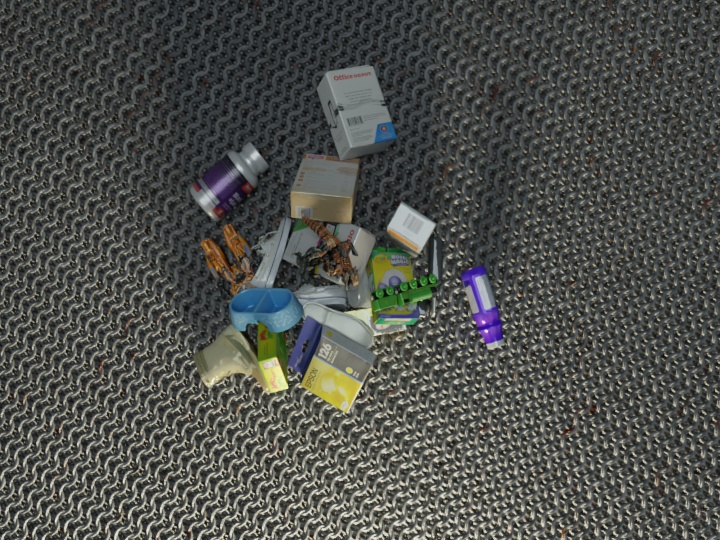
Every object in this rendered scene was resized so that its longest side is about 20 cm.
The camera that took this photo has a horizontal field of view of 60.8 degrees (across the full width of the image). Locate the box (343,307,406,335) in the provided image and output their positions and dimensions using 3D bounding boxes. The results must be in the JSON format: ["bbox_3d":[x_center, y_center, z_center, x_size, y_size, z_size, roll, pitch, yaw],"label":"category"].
[{"bbox_3d":[0.018,0.133,1.573,0.193,0.050,0.078,-12,85,2],"label":"box"}]

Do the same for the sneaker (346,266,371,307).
[{"bbox_3d":[0.000,0.000,1.580,0.086,0.075,0.206,5,66,-34],"label":"sneaker"}]

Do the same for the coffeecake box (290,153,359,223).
[{"bbox_3d":[-0.084,-0.208,1.528,0.148,0.203,0.075,6,127,3],"label":"coffeecake box"}]

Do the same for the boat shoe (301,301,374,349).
[{"bbox_3d":[-0.057,0.138,1.519,0.194,0.062,0.077,21,83,2],"label":"boat shoe"}]

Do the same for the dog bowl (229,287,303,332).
[{"bbox_3d":[-0.235,0.091,1.493,0.194,0.113,0.051,0,129,25],"label":"dog bowl"}]

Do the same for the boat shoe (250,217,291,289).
[{"bbox_3d":[-0.238,-0.051,1.567,0.084,0.075,0.208,18,73,-7],"label":"boat shoe"}]

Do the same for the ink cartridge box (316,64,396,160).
[{"bbox_3d":[-0.010,-0.404,1.570,0.142,0.084,0.206,-16,83,-26],"label":"ink cartridge box"}]

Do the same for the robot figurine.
[{"bbox_3d":[-0.326,-0.008,1.591,0.143,0.058,0.203,-32,85,1],"label":"robot figurine"}]

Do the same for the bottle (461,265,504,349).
[{"bbox_3d":[0.312,0.093,1.548,0.063,0.084,0.206,-17,85,0],"label":"bottle"}]

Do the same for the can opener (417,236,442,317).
[{"bbox_3d":[0.174,0.018,1.572,0.064,0.053,0.207,2,85,-3],"label":"can opener"}]

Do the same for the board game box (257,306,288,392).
[{"bbox_3d":[-0.214,0.184,1.494,0.046,0.202,0.104,-14,126,1],"label":"board game box"}]

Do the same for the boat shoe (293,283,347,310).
[{"bbox_3d":[-0.129,0.067,1.580,0.193,0.074,0.068,0,69,0],"label":"boat shoe"}]

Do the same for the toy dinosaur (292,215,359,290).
[{"bbox_3d":[-0.081,-0.036,1.436,0.134,0.103,0.202,-35,52,1],"label":"toy dinosaur"}]

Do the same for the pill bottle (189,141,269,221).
[{"bbox_3d":[-0.333,-0.233,1.581,0.199,0.111,0.112,-42,86,-1],"label":"pill bottle"}]

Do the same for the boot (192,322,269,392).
[{"bbox_3d":[-0.323,0.256,1.566,0.154,0.073,0.202,-37,84,-1],"label":"boot"}]

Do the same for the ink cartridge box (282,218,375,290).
[{"bbox_3d":[-0.079,-0.057,1.532,0.196,0.083,0.149,22,88,33],"label":"ink cartridge box"}]

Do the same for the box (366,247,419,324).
[{"bbox_3d":[0.077,0.031,1.536,0.114,0.048,0.206,2,64,-22],"label":"box"}]

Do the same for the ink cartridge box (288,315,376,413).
[{"bbox_3d":[-0.080,0.235,1.517,0.196,0.047,0.201,27,129,2],"label":"ink cartridge box"}]

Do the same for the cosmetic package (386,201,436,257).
[{"bbox_3d":[0.120,-0.097,1.510,0.100,0.200,0.072,32,88,4],"label":"cosmetic package"}]

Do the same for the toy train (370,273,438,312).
[{"bbox_3d":[0.111,0.056,1.490,0.195,0.042,0.058,-13,83,-27],"label":"toy train"}]
